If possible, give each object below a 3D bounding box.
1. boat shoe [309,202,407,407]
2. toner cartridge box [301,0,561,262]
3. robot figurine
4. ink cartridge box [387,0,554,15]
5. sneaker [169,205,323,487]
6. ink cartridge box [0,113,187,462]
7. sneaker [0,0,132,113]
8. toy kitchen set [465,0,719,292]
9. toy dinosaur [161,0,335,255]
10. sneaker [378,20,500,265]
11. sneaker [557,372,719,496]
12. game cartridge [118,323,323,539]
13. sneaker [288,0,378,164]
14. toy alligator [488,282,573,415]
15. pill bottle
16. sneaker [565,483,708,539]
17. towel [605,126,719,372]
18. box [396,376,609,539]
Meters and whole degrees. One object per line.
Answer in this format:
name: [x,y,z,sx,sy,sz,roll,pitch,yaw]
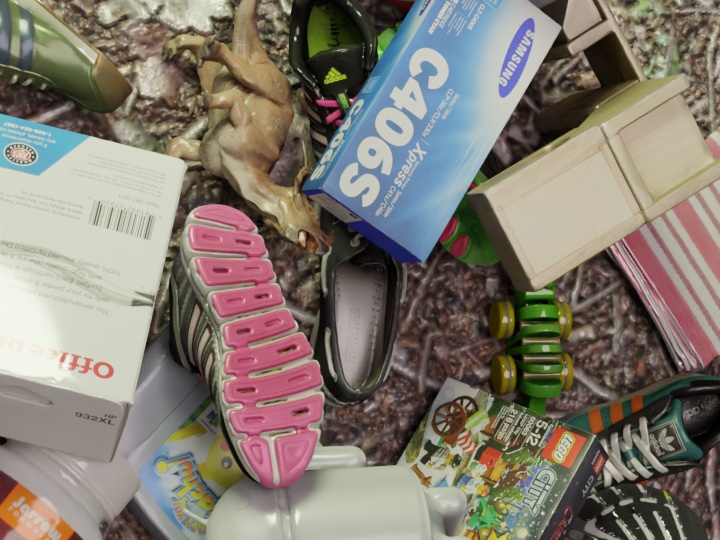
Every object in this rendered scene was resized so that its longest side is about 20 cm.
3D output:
boat shoe: [0.000,0.000,1.585,0.073,0.060,0.202,13,80,-18]
toner cartridge box: [0.051,-0.114,1.512,0.095,0.043,0.201,34,78,-19]
robot figurine: [-0.022,0.194,1.484,0.198,0.113,0.170,-1,48,-11]
ink cartridge box: [0.077,-0.253,1.562,0.147,0.200,0.086,35,67,-17]
sneaker: [-0.084,0.060,1.476,0.073,0.088,0.201,-11,69,-26]
ink cartridge box: [-0.207,0.010,1.422,0.144,0.084,0.201,14,53,-7]
sneaker: [-0.260,-0.158,1.485,0.200,0.067,0.090,41,79,-15]
toy kitchen set: [0.129,-0.101,1.582,0.180,0.200,0.164,-31,99,-14]
toy dinosaur: [-0.076,-0.105,1.553,0.135,0.086,0.202,19,65,-30]
sneaker: [0.058,-0.093,1.619,0.076,0.084,0.201,-22,79,9]
sneaker: [0.212,0.131,1.656,0.199,0.080,0.072,-26,96,-20]
game cartridge: [-0.101,0.143,1.543,0.133,0.040,0.200,-46,104,-16]
sneaker: [-0.011,-0.124,1.549,0.073,0.087,0.201,-16,74,7]
toy alligator: [0.133,0.030,1.642,0.059,0.054,0.202,0,84,-16]
pill bottle: [-0.244,0.190,1.431,0.114,0.114,0.200,44,71,-15]
sneaker: [0.167,0.218,1.627,0.198,0.081,0.074,-6,52,-12]
towel: [0.293,-0.030,1.738,0.200,0.030,0.147,-38,101,-24]
box: [0.075,0.189,1.565,0.201,0.136,0.038,-59,144,-17]
